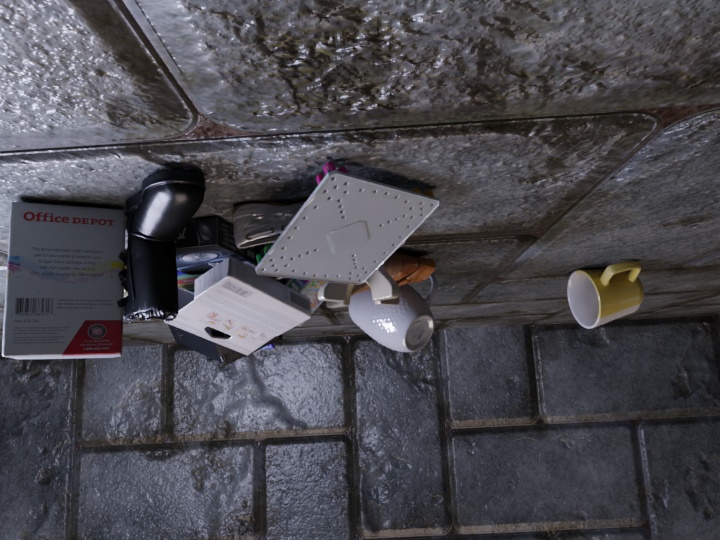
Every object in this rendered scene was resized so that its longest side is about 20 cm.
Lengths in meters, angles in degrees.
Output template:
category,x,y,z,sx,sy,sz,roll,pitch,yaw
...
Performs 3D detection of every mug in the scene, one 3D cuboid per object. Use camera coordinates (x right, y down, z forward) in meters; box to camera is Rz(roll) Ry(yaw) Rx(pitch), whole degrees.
category,x,y,z,sx,sy,sz,roll,pitch,yaw
mug,0.646,0.061,1.454,0.149,0.153,0.187,-9,177,-9
mug,0.094,0.079,1.284,0.175,0.201,0.147,34,175,46

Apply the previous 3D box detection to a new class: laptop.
category,x,y,z,sx,sy,sz,roll,pitch,yaw
laptop,-0.274,0.072,1.085,0.197,0.116,0.190,-23,134,-16

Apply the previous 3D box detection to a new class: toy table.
category,x,y,z,sx,sy,sz,roll,pitch,yaw
toy table,0.000,0.000,1.028,0.180,0.120,0.199,4,168,-29

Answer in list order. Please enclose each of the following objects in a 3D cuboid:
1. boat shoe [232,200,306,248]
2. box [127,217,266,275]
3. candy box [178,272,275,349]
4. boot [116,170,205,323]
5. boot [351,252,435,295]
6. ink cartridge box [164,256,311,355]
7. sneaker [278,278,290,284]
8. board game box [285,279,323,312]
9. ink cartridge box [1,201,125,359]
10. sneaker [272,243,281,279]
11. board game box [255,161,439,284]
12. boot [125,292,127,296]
category,x,y,z,sx,sy,sz,roll,pitch,yaw
boat shoe,-0.086,-0.060,0.821,0.195,0.071,0.071,-4,169,3
box,-0.268,-0.036,0.963,0.156,0.045,0.200,-5,169,12
candy box,-0.274,0.072,1.160,0.165,0.078,0.203,-6,129,18
boot,-0.253,-0.023,0.719,0.072,0.167,0.196,5,167,-40
boot,0.053,0.011,1.216,0.152,0.076,0.199,0,171,-31
ink cartridge box,-0.214,0.069,1.008,0.174,0.045,0.199,-30,140,26
sneaker,-0.219,0.020,1.229,0.086,0.076,0.199,16,149,-32
board game box,-0.114,0.048,1.203,0.135,0.034,0.200,-47,168,-3
ink cartridge box,-0.414,0.021,0.808,0.142,0.205,0.144,3,170,-25
sneaker,-0.088,-0.028,0.962,0.088,0.081,0.198,8,164,-35
board game box,-0.019,-0.055,0.779,0.197,0.026,0.200,7,140,-41
boot,-0.470,0.017,1.107,0.195,0.074,0.154,-2,170,23
